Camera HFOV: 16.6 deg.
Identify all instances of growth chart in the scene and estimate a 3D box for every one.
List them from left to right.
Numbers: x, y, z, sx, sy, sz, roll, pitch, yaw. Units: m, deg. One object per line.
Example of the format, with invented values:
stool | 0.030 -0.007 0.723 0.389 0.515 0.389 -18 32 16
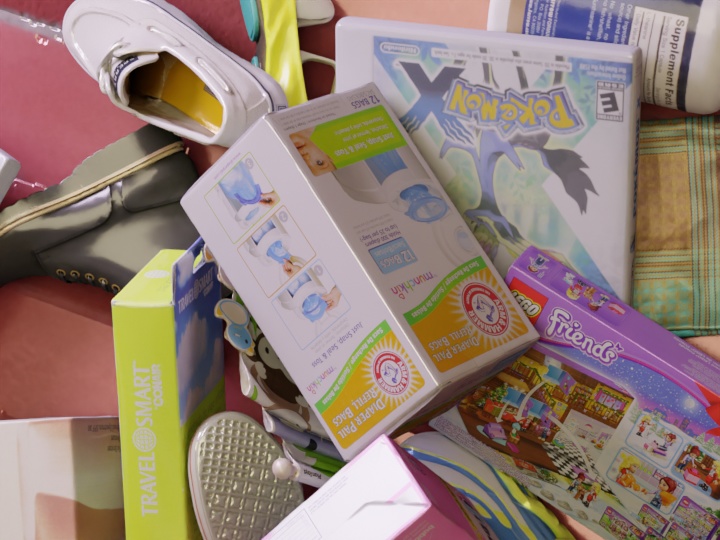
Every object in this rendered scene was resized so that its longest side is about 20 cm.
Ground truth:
growth chart | -0.040 0.055 1.587 0.018 0.145 0.201 -27 66 31

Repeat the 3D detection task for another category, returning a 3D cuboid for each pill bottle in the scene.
pill bottle | 0.188 -0.162 1.571 0.199 0.111 0.111 13 90 13

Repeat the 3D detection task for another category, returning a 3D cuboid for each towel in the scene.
towel | 0.164 -0.024 1.616 0.199 0.022 0.147 -4 87 12

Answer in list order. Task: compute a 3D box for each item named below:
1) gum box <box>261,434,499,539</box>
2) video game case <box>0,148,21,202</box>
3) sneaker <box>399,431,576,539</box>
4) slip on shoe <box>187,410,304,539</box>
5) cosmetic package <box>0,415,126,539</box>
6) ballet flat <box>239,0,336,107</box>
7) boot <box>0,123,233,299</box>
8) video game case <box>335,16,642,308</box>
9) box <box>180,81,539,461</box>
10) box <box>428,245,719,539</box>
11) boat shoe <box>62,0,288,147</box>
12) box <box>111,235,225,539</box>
gum box | -0.018 0.206 1.520 0.200 0.113 0.066 -41 50 7
video game case | -0.329 -0.055 1.688 0.200 0.018 0.143 33 95 36
sneaker | 0.093 0.178 1.577 0.200 0.105 0.076 42 96 11
slip on shoe | -0.066 0.174 1.592 0.074 0.061 0.200 -33 121 -18
cosmetic package | -0.209 0.198 1.646 0.087 0.103 0.201 -4 87 13
ballet flat | -0.048 -0.151 1.655 0.067 0.067 0.201 -4 89 -9
boot | -0.181 0.006 1.668 0.200 0.077 0.139 -31 88 13
video game case | 0.079 -0.064 1.577 0.199 0.022 0.183 8 113 19
box | 0.000 0.000 1.540 0.101 0.112 0.200 -41 77 40
box | 0.158 0.094 1.570 0.200 0.039 0.137 33 122 11
boat shoe | -0.139 -0.132 1.635 0.200 0.070 0.071 34 115 33
box | -0.120 0.076 1.592 0.047 0.122 0.201 1 106 10
